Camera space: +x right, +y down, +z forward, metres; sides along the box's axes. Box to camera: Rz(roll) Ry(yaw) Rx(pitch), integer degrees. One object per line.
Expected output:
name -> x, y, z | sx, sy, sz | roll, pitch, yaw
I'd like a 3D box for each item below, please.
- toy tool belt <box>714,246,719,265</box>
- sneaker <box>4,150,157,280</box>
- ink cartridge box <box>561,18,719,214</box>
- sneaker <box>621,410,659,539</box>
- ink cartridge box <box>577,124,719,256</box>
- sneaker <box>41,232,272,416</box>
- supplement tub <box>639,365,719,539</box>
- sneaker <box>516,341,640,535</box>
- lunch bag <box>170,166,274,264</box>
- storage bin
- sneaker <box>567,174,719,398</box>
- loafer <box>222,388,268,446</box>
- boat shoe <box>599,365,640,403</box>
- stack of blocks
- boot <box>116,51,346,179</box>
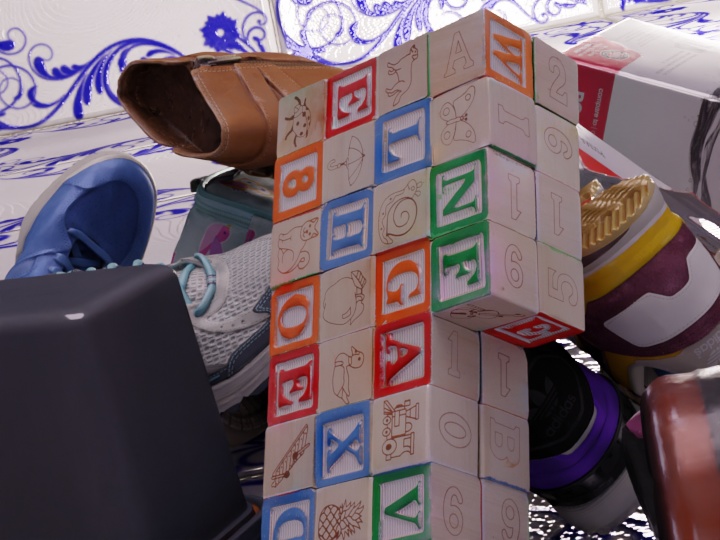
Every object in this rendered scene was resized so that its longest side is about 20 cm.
toy tool belt -> 0.250, -0.015, 0.855 | 0.200, 0.123, 0.125 | -41, -13, -30
sneaker -> -0.161, 0.030, 1.021 | 0.200, 0.077, 0.111 | -53, 28, -8
ink cartridge box -> 0.235, -0.092, 1.244 | 0.199, 0.084, 0.145 | 19, 24, 23
sneaker -> 0.196, 0.071, 0.703 | 0.198, 0.081, 0.086 | -2, 0, 6
ink cartridge box -> 0.150, -0.053, 1.087 | 0.199, 0.050, 0.161 | 14, -9, 42
sneaker -> -0.111, 0.033, 0.900 | 0.199, 0.086, 0.078 | -31, 34, 17
supplement tub -> 0.191, 0.070, 0.587 | 0.198, 0.108, 0.107 | -9, 11, 8
sneaker -> 0.048, 0.043, 0.823 | 0.070, 0.099, 0.200 | -56, 23, -8
lunch bag -> 0.000, 0.000, 1.009 | 0.198, 0.078, 0.160 | 19, 16, 6
storage bin -> -0.143, 0.073, 0.821 | 0.198, 0.136, 0.145 | -4, 13, 26
sneaker -> 0.110, 0.014, 0.831 | 0.075, 0.090, 0.200 | -37, 3, -1
loafer -> -0.093, 0.054, 1.034 | 0.068, 0.076, 0.200 | -37, 15, 9
boat shoe -> 0.141, 0.038, 0.896 | 0.071, 0.065, 0.200 | -10, 12, 4
stack of blocks -> 0.024, 0.015, 0.732 | 0.115, 0.202, 0.058 | -18, -29, 40
boot -> -0.012, -0.066, 0.950 | 0.199, 0.074, 0.154 | 15, 9, 40
